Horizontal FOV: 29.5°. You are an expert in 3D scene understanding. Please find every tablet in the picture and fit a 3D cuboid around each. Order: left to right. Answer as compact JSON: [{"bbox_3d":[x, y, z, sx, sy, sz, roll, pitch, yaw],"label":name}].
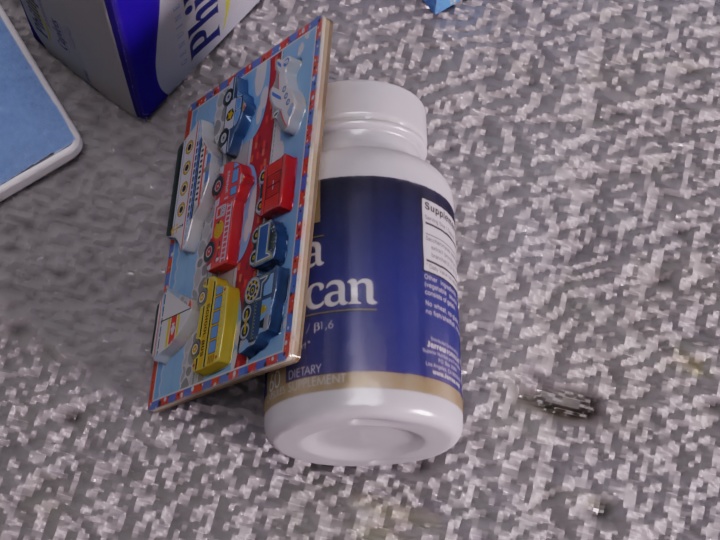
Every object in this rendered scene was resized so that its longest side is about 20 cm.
[{"bbox_3d":[-0.277,-0.122,0.876,0.129,0.014,0.201,-30,71,-11],"label":"tablet"}]

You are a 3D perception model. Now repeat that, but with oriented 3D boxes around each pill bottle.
[{"bbox_3d":[0.000,0.000,0.776,0.109,0.111,0.203,-1,68,-1],"label":"pill bottle"}]

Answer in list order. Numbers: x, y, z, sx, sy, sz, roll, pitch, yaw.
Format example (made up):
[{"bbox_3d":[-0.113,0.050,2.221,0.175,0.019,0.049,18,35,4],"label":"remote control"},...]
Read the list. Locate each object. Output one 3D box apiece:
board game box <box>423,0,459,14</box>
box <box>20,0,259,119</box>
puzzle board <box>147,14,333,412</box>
[{"bbox_3d":[0.091,-0.283,0.930,0.199,0.037,0.152,-31,72,-11],"label":"board game box"},{"bbox_3d":[-0.113,-0.225,0.827,0.105,0.184,0.200,38,73,12],"label":"box"},{"bbox_3d":[-0.073,-0.030,0.778,0.017,0.150,0.203,20,63,-33],"label":"puzzle board"}]
